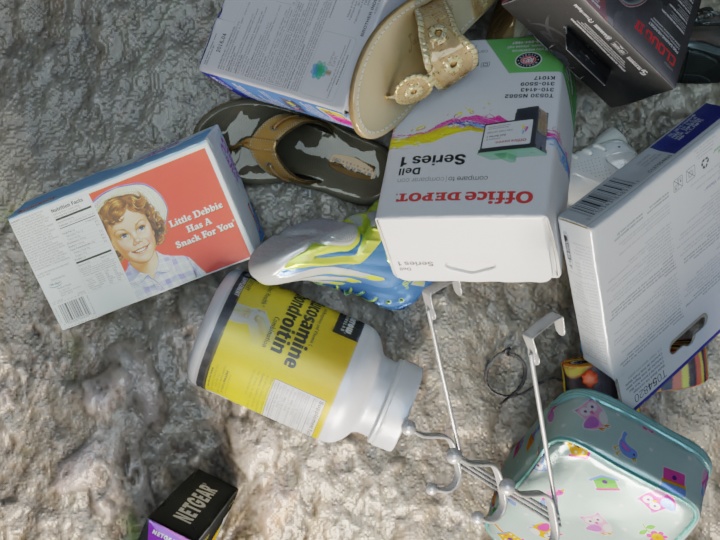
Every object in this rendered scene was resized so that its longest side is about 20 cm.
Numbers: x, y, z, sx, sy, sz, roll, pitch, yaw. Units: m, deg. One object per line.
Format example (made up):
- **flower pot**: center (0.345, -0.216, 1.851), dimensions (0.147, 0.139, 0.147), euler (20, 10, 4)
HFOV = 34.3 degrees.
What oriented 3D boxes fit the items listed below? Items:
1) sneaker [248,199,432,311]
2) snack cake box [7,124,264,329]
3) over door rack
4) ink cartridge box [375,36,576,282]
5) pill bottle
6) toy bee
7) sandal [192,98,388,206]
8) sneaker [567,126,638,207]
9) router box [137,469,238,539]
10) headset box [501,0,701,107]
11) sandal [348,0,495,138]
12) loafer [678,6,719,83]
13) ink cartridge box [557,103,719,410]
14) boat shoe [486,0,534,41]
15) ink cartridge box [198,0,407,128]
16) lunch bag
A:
- **sneaker**: center (0.000, 0.000, 1.045), dimensions (0.198, 0.076, 0.107), euler (-20, 110, -19)
- **snack cake box**: center (-0.200, -0.039, 1.054), dimensions (0.197, 0.067, 0.116), euler (-20, 106, 9)
- **over door rack**: center (0.097, 0.119, 0.958), dimensions (0.066, 0.147, 0.203), euler (-14, 111, -31)
- **ink cartridge box**: center (0.102, -0.096, 0.988), dimensions (0.142, 0.084, 0.202), euler (0, 55, 17)
- **pill bottle**: center (-0.048, 0.086, 1.054), dimensions (0.198, 0.112, 0.113), euler (23, 94, 0)
- **toy bee**: center (0.224, 0.103, 1.049), dimensions (0.198, 0.109, 0.132), euler (-28, 94, 3)
- **sandal**: center (-0.059, -0.109, 1.073), dimensions (0.197, 0.054, 0.082), euler (15, 94, 1)
- **sneaker**: center (0.203, -0.083, 1.064), dimensions (0.197, 0.078, 0.101), euler (9, 87, -8)
- **router box**: center (-0.173, 0.270, 1.024), dimensions (0.050, 0.200, 0.151), euler (24, 94, 2)
- **headset box**: center (0.210, -0.247, 0.967), dimensions (0.148, 0.075, 0.202), euler (35, 65, -28)
- **sandal**: center (0.073, -0.193, 0.957), dimensions (0.213, 0.069, 0.078), euler (-53, 131, -22)
- **loafer**: center (0.326, -0.208, 1.055), dimensions (0.197, 0.072, 0.064), euler (4, 72, 4)
- **ink cartridge box**: center (0.259, -0.008, 0.996), dimensions (0.199, 0.040, 0.202), euler (-35, 126, -26)
- **boat shoe**: center (0.183, -0.278, 1.053), dimensions (0.069, 0.074, 0.202), euler (27, 86, -20)
- **ink cartridge box**: center (-0.052, -0.213, 1.025), dimensions (0.198, 0.076, 0.138), euler (20, 88, 29)
- **lunch bag**: center (0.207, 0.201, 1.023), dimensions (0.159, 0.201, 0.078), euler (25, 50, 2)
